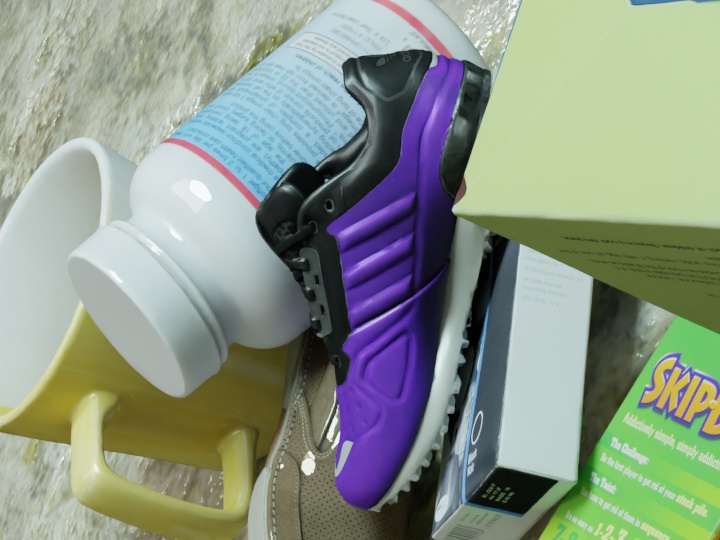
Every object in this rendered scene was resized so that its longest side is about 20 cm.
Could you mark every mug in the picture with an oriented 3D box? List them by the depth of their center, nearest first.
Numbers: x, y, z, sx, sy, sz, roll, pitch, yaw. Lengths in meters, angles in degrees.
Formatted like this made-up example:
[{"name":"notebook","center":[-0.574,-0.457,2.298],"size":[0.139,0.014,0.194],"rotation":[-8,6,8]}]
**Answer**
[{"name":"mug","center":[-0.104,0.047,1.205],"size":[0.149,0.152,0.188],"rotation":[-17,56,56]}]

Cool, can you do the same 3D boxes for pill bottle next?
[{"name":"pill bottle","center":[-0.034,-0.036,1.104],"size":[0.200,0.109,0.109],"rotation":[-40,21,-20]}]

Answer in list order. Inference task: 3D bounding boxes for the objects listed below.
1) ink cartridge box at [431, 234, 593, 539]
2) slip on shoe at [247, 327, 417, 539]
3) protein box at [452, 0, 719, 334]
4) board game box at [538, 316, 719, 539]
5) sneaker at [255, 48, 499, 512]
[{"name":"ink cartridge box","center":[0.069,0.010,1.017],"size":[0.100,0.039,0.201],"rotation":[120,161,-62]},{"name":"slip on shoe","center":[0.000,0.085,1.084],"size":[0.061,0.076,0.201],"rotation":[-40,30,40]},{"name":"protein box","center":[0.174,-0.042,0.720],"size":[0.198,0.199,0.136],"rotation":[6,75,61]},{"name":"board game box","center":[0.111,0.099,0.918],"size":[0.201,0.030,0.096],"rotation":[-62,27,16]},{"name":"sneaker","center":[0.000,0.000,1.014],"size":[0.070,0.099,0.202],"rotation":[-103,27,-75]}]
